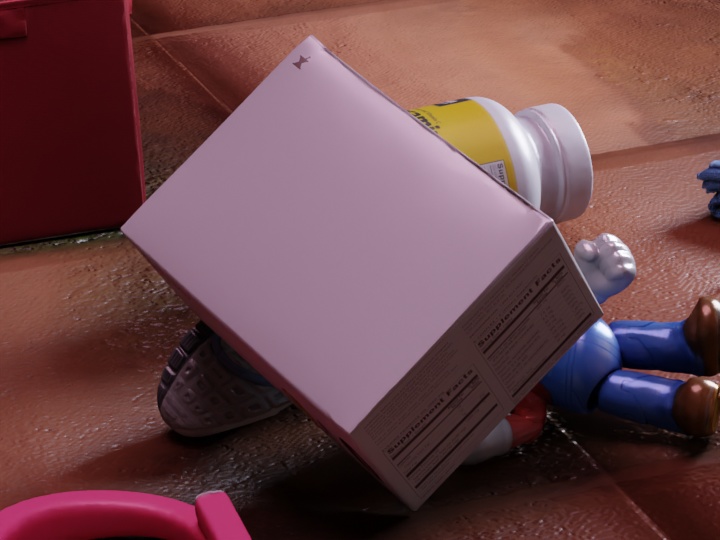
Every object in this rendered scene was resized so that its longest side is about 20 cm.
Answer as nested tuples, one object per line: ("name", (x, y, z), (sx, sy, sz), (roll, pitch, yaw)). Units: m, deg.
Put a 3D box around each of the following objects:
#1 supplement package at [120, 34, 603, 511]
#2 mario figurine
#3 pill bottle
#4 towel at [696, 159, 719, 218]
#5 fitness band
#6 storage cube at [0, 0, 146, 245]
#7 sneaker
("supplement package", (0.000, 0.000, 1.370), (0.156, 0.111, 0.200), (-46, 56, -7))
("mario figurine", (0.104, 0.046, 1.418), (0.199, 0.106, 0.124), (2, 24, 11))
("pill bottle", (0.049, -0.054, 1.668), (0.199, 0.112, 0.112), (-13, 23, -23))
("towel", (0.342, -0.076, 1.765), (0.200, 0.049, 0.111), (-21, 28, -38))
("fitness band", (-0.124, 0.158, 1.258), (0.143, 0.038, 0.200), (-9, 21, -12))
("storage cube", (-0.259, -0.130, 1.821), (0.199, 0.180, 0.171), (-9, 22, -15))
("sneaker", (-0.031, 0.045, 1.492), (0.200, 0.087, 0.075), (-30, 69, -17))
